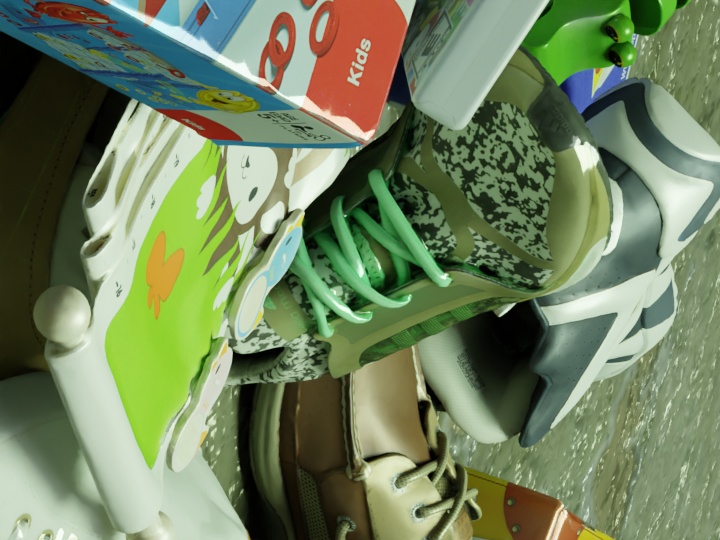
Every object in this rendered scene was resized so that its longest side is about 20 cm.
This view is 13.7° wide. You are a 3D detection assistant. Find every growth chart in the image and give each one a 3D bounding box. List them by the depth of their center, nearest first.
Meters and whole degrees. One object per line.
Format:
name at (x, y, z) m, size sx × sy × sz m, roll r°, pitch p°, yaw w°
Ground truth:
growth chart at (-0.032, -0.032, 0.789) m, size 0.145 × 0.018 × 0.200 m, roll 65°, pitch 46°, yaw -63°

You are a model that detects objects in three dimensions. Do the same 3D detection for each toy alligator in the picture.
toy alligator at (0.083, -0.094, 1.023) m, size 0.200 × 0.054 × 0.059 m, roll -55°, pitch 152°, yaw -33°

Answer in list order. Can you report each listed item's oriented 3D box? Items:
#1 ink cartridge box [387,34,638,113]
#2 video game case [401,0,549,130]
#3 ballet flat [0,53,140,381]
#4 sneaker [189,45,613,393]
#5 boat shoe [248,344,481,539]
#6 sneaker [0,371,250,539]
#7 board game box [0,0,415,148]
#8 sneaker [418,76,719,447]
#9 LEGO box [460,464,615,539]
ink cartridge box at (0.065, -0.149, 1.064) m, size 0.200 × 0.047 × 0.198 m, roll -5°, pitch 111°, yaw -64°
video game case at (0.054, -0.124, 0.863) m, size 0.143 × 0.018 × 0.200 m, roll -57°, pitch -170°, yaw 12°
ballet flat at (-0.062, -0.040, 0.824) m, size 0.200 × 0.063 × 0.069 m, roll -67°, pitch 156°, yaw -13°
sneaker at (0.000, 0.000, 0.888) m, size 0.089 × 0.077 × 0.200 m, roll -33°, pitch 179°, yaw -36°
boat shoe at (0.008, 0.081, 1.053) m, size 0.076 × 0.074 × 0.200 m, roll -44°, pitch 144°, yaw -49°
sneaker at (-0.077, 0.080, 0.826) m, size 0.073 × 0.085 × 0.200 m, roll -43°, pitch 163°, yaw 17°
board game box at (-0.053, -0.153, 0.664) m, size 0.196 × 0.056 × 0.200 m, roll 25°, pitch 76°, yaw -43°
sneaker at (0.059, 0.019, 1.121) m, size 0.130 × 0.080 × 0.199 m, roll -39°, pitch 174°, yaw -21°
LEGO box at (0.034, 0.185, 1.181) m, size 0.200 × 0.077 × 0.149 m, roll -70°, pitch 157°, yaw -7°
